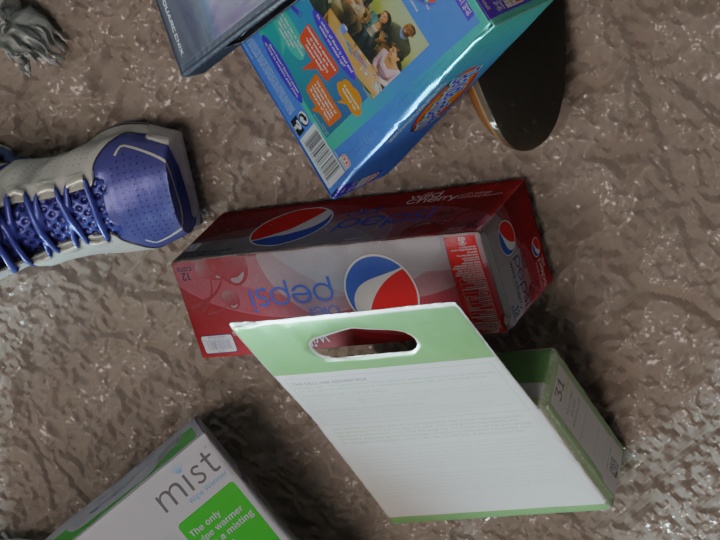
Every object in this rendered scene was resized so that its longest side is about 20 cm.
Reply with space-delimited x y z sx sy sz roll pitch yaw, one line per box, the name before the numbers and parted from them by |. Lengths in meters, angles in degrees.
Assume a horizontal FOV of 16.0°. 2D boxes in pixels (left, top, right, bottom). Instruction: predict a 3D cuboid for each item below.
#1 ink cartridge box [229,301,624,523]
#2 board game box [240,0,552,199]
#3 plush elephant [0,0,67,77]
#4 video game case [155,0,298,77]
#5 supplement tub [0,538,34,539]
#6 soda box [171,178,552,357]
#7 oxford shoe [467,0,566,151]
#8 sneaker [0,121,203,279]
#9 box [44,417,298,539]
ink cartridge box | 0.039 0.065 1.397 0.145 0.048 0.200 -6 138 31
board game box | 0.001 -0.146 1.288 0.153 0.045 0.200 59 148 8
plush elephant | -0.257 -0.170 1.402 0.164 0.155 0.201 -22 104 35
video game case | -0.069 -0.195 1.300 0.200 0.019 0.144 -27 81 61
supplement tub | -0.222 0.289 1.647 0.144 0.144 0.201 -3 115 29
soda box | 0.000 0.000 1.416 0.199 0.070 0.064 -5 114 30
oxford shoe | 0.050 -0.156 1.315 0.071 0.071 0.201 -2 112 50
sneaker | -0.196 -0.024 1.477 0.198 0.115 0.081 -3 116 29
box | -0.118 0.218 1.524 0.200 0.097 0.177 -38 97 -4
